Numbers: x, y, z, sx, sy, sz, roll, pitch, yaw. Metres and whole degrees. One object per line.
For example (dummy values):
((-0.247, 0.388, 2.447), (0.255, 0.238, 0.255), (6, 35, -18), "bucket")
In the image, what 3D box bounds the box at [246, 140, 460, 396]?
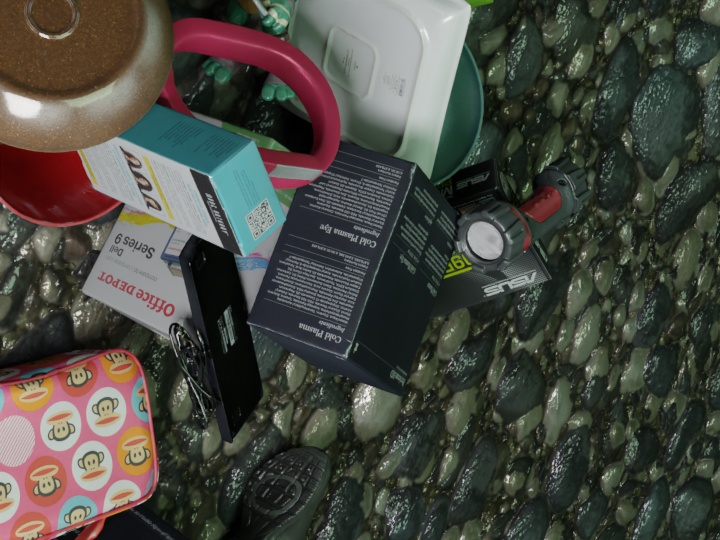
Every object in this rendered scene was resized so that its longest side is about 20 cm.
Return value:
((0.000, 0.000, 1.574), (0.200, 0.103, 0.183), (43, 65, -68), "box")

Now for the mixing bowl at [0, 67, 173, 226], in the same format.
((-0.266, -0.146, 1.427), (0.199, 0.108, 0.202), (-20, 120, -40), "mixing bowl")

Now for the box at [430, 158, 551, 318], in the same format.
((0.081, -0.023, 1.800), (0.161, 0.198, 0.045), (56, 23, -43), "box")

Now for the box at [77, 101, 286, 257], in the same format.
((-0.150, -0.083, 1.345), (0.049, 0.199, 0.083), (-42, 133, -25), "box")

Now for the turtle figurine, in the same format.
((-0.100, -0.254, 1.534), (0.100, 0.149, 0.201), (-32, 141, -28), "turtle figurine")

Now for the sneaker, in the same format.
((-0.091, 0.279, 1.835), (0.201, 0.076, 0.091), (-56, 148, -3), "sneaker")

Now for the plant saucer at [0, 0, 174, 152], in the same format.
((-0.238, -0.191, 1.313), (0.199, 0.037, 0.202), (5, 72, -16), "plant saucer")

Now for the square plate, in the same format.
((-0.002, -0.196, 1.567), (0.028, 0.197, 0.201), (-31, 145, -43), "square plate")

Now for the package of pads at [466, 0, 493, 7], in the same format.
((0.020, -0.315, 1.628), (0.198, 0.068, 0.156), (-13, 122, -5), "package of pads")

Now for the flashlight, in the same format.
((0.165, -0.061, 1.695), (0.200, 0.068, 0.068), (-37, 168, -51), "flashlight")

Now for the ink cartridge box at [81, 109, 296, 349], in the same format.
((-0.146, -0.033, 1.575), (0.087, 0.145, 0.201), (31, 84, -48), "ink cartridge box")

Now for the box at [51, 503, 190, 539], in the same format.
((-0.246, 0.317, 1.574), (0.196, 0.199, 0.125), (-17, 124, -41), "box")

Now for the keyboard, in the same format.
((-0.136, 0.056, 1.499), (0.104, 0.039, 0.201), (-54, 141, -50), "keyboard")

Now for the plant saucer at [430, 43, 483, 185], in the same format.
((0.031, -0.176, 1.735), (0.198, 0.036, 0.202), (4, 80, -25), "plant saucer")

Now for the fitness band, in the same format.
((-0.097, -0.140, 1.438), (0.199, 0.145, 0.037), (9, 145, -41), "fitness band")

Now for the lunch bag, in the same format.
((-0.277, 0.170, 1.538), (0.199, 0.082, 0.178), (-13, 97, -39), "lunch bag")
